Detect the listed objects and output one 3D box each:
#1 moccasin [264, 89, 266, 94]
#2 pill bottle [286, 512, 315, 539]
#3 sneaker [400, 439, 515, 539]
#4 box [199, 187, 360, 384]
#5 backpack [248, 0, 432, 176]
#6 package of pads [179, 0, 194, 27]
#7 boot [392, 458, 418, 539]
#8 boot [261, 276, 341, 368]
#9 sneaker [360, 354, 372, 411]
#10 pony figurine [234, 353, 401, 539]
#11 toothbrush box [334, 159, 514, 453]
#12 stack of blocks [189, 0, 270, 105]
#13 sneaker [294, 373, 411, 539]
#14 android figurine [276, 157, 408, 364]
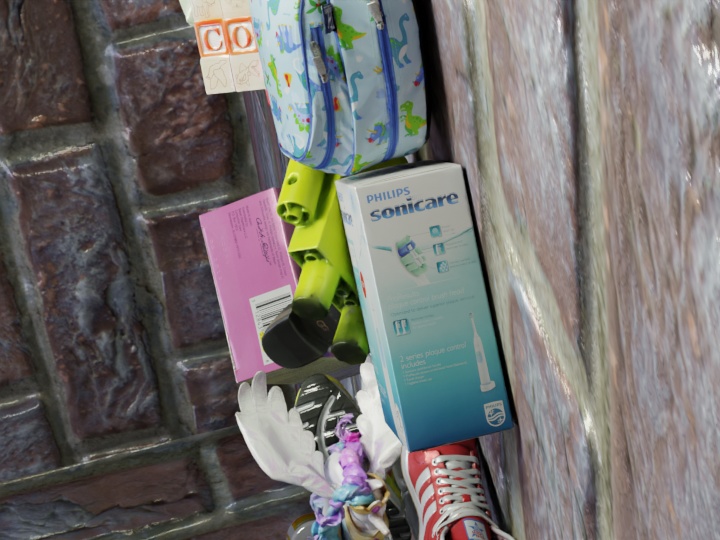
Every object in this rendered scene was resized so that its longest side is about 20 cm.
[{"bbox_3d":[-0.096,-0.269,2.308,0.202,0.077,0.074,90,166,-66],"label":"moccasin"},{"bbox_3d":[-0.092,0.544,3.952,0.200,0.110,0.112,172,86,-85],"label":"pill bottle"},{"bbox_3d":[0.080,0.191,1.617,0.112,0.071,0.202,133,136,-69],"label":"sneaker"},{"bbox_3d":[-0.057,0.020,2.027,0.200,0.096,0.177,7,-113,-62],"label":"box"},{"bbox_3d":[-0.013,-0.173,1.468,0.163,0.153,0.201,33,151,61],"label":"backpack"},{"bbox_3d":[-0.097,-0.320,1.760,0.201,0.068,0.155,-57,26,18],"label":"package of pads"},{"bbox_3d":[0.067,0.224,1.810,0.201,0.072,0.183,-99,-13,-55],"label":"boot"},{"bbox_3d":[0.000,0.000,1.828,0.069,0.199,0.175,56,-145,-21],"label":"boot"},{"bbox_3d":[0.032,0.087,1.944,0.080,0.070,0.202,-82,-12,-57],"label":"sneaker"},{"bbox_3d":[-0.009,0.182,1.744,0.201,0.165,0.194,87,164,-59],"label":"pony figurine"},{"bbox_3d":[0.046,0.022,1.497,0.146,0.085,0.202,-140,39,-81],"label":"toothbrush box"},{"bbox_3d":[-0.054,-0.195,1.601,0.200,0.058,0.116,-32,-64,-57],"label":"stack of blocks"},{"bbox_3d":[-0.009,0.179,1.923,0.091,0.078,0.201,-78,-32,-61],"label":"sneaker"},{"bbox_3d":[-0.003,-0.030,1.607,0.182,0.041,0.201,47,-135,-40],"label":"android figurine"}]
